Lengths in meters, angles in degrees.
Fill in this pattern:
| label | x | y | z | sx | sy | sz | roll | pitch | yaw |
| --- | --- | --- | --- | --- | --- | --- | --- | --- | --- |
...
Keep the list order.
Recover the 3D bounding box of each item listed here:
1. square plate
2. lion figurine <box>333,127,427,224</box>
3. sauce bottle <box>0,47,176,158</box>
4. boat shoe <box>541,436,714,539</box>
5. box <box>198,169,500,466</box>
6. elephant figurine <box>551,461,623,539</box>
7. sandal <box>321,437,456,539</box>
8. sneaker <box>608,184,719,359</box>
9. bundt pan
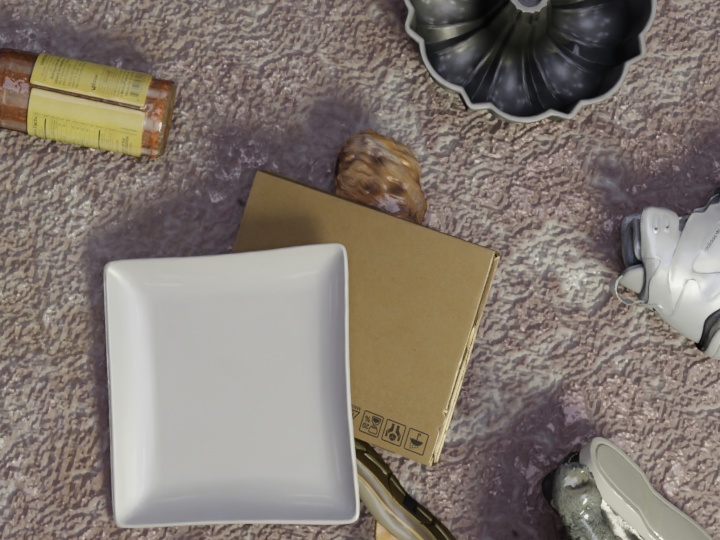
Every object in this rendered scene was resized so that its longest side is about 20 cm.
| label | x | y | z | sx | sy | sz | roll | pitch | yaw |
| --- | --- | --- | --- | --- | --- | --- | --- | --- | --- |
| square plate | -0.094 | 0.087 | 1.208 | 0.198 | 0.028 | 0.201 | -4 | 86 | 20 |
| lion figurine | 0.000 | 0.000 | 1.243 | 0.122 | 0.072 | 0.201 | 30 | 85 | 11 |
| sauce bottle | -0.241 | -0.134 | 1.245 | 0.198 | 0.066 | 0.067 | 13 | 81 | -3 |
| boat shoe | 0.217 | 0.213 | 1.234 | 0.200 | 0.074 | 0.060 | 44 | 122 | -13 |
| box | -0.011 | 0.033 | 1.207 | 0.198 | 0.021 | 0.165 | 19 | 96 | 20 |
| elephant figurine | 0.170 | 0.258 | 1.181 | 0.155 | 0.141 | 0.200 | -43 | 77 | 7 |
| sandal | 0.030 | 0.201 | 1.217 | 0.054 | 0.080 | 0.200 | -43 | 85 | 7 |
| sneaker | 0.272 | -0.043 | 1.267 | 0.114 | 0.075 | 0.202 | 24 | 84 | -4 |
| bundt pan | 0.125 | -0.205 | 1.279 | 0.199 | 0.076 | 0.205 | 1 | 81 | -5 |
